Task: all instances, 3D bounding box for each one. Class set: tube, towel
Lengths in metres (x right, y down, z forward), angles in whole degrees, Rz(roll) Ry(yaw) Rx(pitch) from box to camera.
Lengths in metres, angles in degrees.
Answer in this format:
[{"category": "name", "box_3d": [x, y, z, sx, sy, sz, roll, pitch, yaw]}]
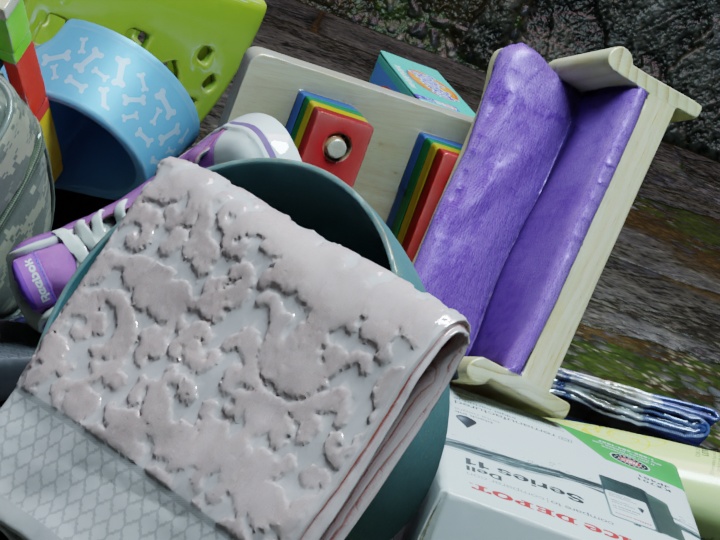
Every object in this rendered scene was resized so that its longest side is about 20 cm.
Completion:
[{"category": "tube", "box_3d": [0.145, 0.110, 1.390, 0.199, 0.052, 0.058, 15, -31, 4]}, {"category": "towel", "box_3d": [0.122, 0.080, 1.587, 0.199, 0.024, 0.147, 15, -8, 3]}, {"category": "towel", "box_3d": [-0.072, 0.061, 1.089, 0.200, 0.191, 0.032, 30, -7, 40]}]

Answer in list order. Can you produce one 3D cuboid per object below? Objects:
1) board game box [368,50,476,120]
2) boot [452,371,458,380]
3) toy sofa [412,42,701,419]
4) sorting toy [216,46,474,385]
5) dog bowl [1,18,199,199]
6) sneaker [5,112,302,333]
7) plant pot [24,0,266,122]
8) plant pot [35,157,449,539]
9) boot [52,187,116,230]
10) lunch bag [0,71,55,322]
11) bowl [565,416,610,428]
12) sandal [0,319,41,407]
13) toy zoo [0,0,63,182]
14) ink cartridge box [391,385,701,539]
[{"category": "board game box", "box_3d": [0.007, -0.024, 1.555, 0.045, 0.200, 0.152, 18, 13, -13]}, {"category": "boot", "box_3d": [-0.044, 0.039, 1.346, 0.200, 0.131, 0.068, 38, -19, 40]}, {"category": "toy sofa", "box_3d": [0.094, -0.026, 1.370, 0.097, 0.200, 0.083, 28, -10, -19]}, {"category": "sorting toy", "box_3d": [0.000, 0.000, 1.439, 0.200, 0.199, 0.070, 17, 13, -20]}, {"category": "dog bowl", "box_3d": [-0.190, -0.096, 1.452, 0.200, 0.050, 0.112, 12, -33, 27]}, {"category": "sneaker", "box_3d": [-0.109, -0.011, 1.254, 0.114, 0.073, 0.200, -22, -7, -36]}, {"category": "plant pot", "box_3d": [-0.218, -0.158, 1.802, 0.199, 0.182, 0.200, 10, 16, -40]}, {"category": "plant pot", "box_3d": [-0.037, 0.067, 1.171, 0.200, 0.200, 0.135, 32, -6, 41]}, {"category": "boot", "box_3d": [-0.158, -0.023, 1.559, 0.211, 0.080, 0.158, 25, 13, 19]}, {"category": "lunch bag", "box_3d": [-0.267, -0.052, 1.367, 0.200, 0.140, 0.168, 23, -12, 12]}, {"category": "bowl", "box_3d": [0.166, 0.144, 1.479, 0.200, 0.039, 0.201, 20, 12, -4]}, {"category": "sandal", "box_3d": [-0.193, 0.057, 1.263, 0.076, 0.043, 0.200, 18, 13, 33]}, {"category": "toy zoo", "box_3d": [-0.234, -0.110, 1.395, 0.131, 0.020, 0.200, 21, -29, 15]}, {"category": "ink cartridge box", "box_3d": [0.091, 0.139, 1.263, 0.146, 0.083, 0.200, 20, 12, -4]}]
